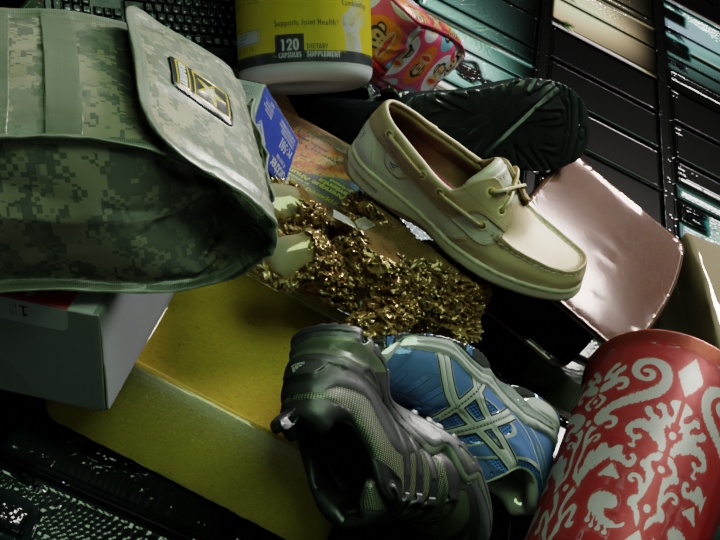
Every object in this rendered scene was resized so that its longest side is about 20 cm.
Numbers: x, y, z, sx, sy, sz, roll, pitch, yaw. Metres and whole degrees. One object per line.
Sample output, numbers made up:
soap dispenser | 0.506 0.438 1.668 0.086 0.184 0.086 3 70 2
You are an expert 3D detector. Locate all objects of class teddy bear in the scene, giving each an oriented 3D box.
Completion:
teddy bear | 0.000 0.000 0.864 0.200 0.067 0.145 6 38 -46

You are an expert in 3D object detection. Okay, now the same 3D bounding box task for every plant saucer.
plant saucer | -0.080 0.062 0.825 0.199 0.049 0.200 28 37 -5

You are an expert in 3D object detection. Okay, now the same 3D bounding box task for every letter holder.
letter holder | 0.171 0.013 1.012 0.142 0.101 0.200 38 38 5

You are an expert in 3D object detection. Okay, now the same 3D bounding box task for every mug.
mug | 0.202 0.147 0.820 0.134 0.177 0.200 55 43 -17

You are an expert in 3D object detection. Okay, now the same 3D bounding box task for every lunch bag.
lunch bag | -0.148 -0.072 0.694 0.199 0.118 0.164 -1 37 -15
lunch bag | 0.002 -0.248 1.151 0.176 0.082 0.200 47 14 17

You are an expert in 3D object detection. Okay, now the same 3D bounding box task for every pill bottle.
pill bottle | -0.049 -0.250 1.002 0.112 0.112 0.201 -4 92 -37

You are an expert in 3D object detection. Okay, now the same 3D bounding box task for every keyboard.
keyboard | -0.158 -0.201 1.001 0.199 0.040 0.105 -2 80 -31

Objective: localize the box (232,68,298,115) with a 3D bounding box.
box | -0.110 -0.104 1.011 0.163 0.021 0.200 -4 51 -37

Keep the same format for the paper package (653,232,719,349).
paper package | 0.348 0.086 1.046 0.199 0.104 0.191 20 39 -13

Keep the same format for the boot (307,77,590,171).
boot | 0.072 -0.128 1.052 0.199 0.077 0.168 -5 11 -27

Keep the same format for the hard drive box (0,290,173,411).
hard drive box | -0.196 -0.017 0.772 0.155 0.077 0.200 11 37 7

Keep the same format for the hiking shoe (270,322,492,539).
hiking shoe | 0.009 0.130 0.758 0.200 0.076 0.101 50 42 -25

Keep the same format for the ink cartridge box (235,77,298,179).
ink cartridge box | -0.152 -0.113 0.873 0.199 0.094 0.044 13 75 16

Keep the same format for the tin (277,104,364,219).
tin | -0.062 -0.078 0.967 0.199 0.042 0.112 29 34 -4

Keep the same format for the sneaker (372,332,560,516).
sneaker | 0.066 0.104 0.831 0.200 0.076 0.077 28 51 -30

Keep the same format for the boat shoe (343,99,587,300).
boat shoe | 0.082 -0.053 0.882 0.200 0.069 0.074 32 37 5
